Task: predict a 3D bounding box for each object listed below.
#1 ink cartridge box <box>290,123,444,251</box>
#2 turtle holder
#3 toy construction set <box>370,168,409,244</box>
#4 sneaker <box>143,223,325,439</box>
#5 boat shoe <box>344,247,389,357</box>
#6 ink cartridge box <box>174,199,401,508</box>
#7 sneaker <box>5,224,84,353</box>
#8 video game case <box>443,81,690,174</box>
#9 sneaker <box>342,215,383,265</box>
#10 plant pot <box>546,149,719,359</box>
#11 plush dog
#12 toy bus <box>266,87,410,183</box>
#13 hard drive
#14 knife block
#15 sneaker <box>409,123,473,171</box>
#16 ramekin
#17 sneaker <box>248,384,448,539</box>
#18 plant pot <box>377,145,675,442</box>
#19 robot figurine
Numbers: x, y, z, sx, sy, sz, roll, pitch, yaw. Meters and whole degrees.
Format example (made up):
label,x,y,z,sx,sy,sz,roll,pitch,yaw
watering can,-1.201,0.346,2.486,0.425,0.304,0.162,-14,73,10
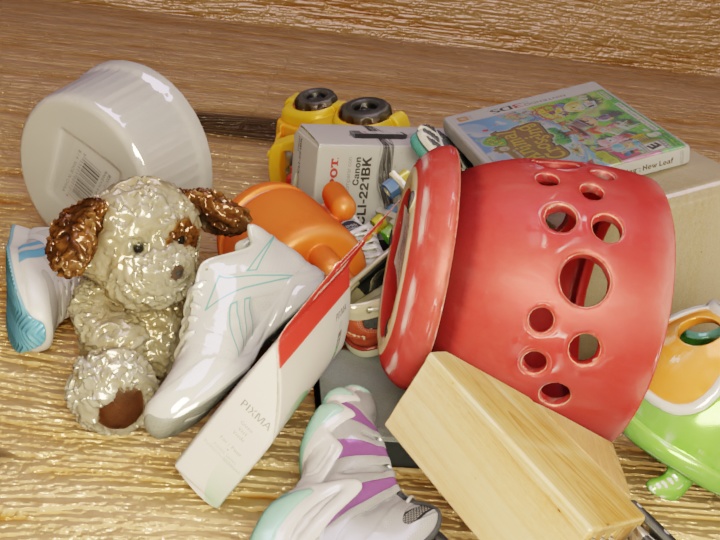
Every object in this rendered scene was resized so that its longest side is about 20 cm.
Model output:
label,x,y,z,sx,sy,sz,roll,pitch,yaw
ink cartridge box,0.023,-0.084,1.124,0.196,0.147,0.084,-1,23,-20
turtle holder,0.278,0.107,0.734,0.183,0.133,0.141,27,12,-3
toy construction set,0.083,-0.008,0.981,0.091,0.132,0.201,-27,35,-1
sneaker,-0.106,0.042,0.725,0.080,0.070,0.201,42,45,-4
boat shoe,0.057,-0.008,0.850,0.199,0.063,0.071,-38,51,-21
ink cartridge box,-0.036,0.055,0.699,0.050,0.200,0.161,42,25,-1
sneaker,-0.280,0.009,0.892,0.079,0.078,0.201,2,24,-17
video game case,0.197,-0.131,0.981,0.178,0.022,0.201,-15,31,-8
sneaker,0.000,0.000,0.987,0.075,0.082,0.200,-7,26,-19
plant pot,0.238,-0.013,0.977,0.174,0.204,0.200,-11,26,-16
plush dog,-0.173,0.009,0.789,0.159,0.175,0.198,24,28,38
toy bus,-0.055,-0.135,1.279,0.197,0.138,0.192,18,40,31
hard drive,0.061,0.113,0.799,0.195,0.034,0.140,4,22,-7
knife block,0.111,0.152,0.588,0.198,0.065,0.176,29,21,-8
sneaker,0.101,-0.068,1.070,0.079,0.201,0.078,-25,34,12
ramekin,-0.262,-0.109,1.035,0.197,0.204,0.098,16,30,23
sneaker,0.019,0.157,0.628,0.137,0.079,0.201,13,34,10
plant pot,0.110,0.015,0.726,0.178,0.204,0.201,9,21,-3
robot figurine,-0.067,-0.014,0.939,0.115,0.146,0.200,2,24,-32
